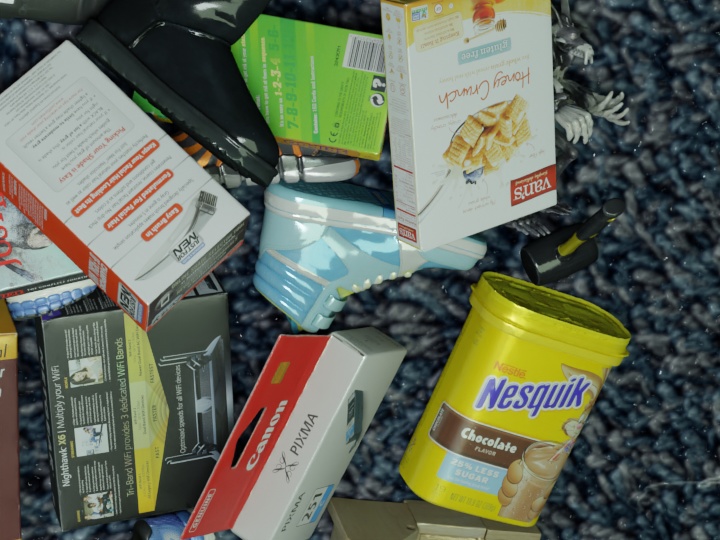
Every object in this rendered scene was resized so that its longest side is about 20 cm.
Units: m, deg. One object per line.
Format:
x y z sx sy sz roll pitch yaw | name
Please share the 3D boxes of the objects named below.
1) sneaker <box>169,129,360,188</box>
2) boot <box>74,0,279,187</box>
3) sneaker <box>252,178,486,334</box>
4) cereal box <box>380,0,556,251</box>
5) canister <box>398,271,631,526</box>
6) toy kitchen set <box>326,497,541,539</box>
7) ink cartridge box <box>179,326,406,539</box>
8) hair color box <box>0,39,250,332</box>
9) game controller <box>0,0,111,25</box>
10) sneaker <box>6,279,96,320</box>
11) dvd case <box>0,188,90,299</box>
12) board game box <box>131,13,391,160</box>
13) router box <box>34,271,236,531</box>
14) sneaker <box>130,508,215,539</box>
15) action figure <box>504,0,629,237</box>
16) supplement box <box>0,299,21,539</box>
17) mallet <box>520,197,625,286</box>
-0.097 -0.127 1.595 0.199 0.078 0.113 -5 103 -18 | sneaker
-0.097 -0.183 1.502 0.168 0.200 0.076 -50 163 -3 | boot
0.000 0.000 1.676 0.199 0.080 0.131 13 106 -14 | sneaker
0.088 -0.129 1.549 0.143 0.039 0.201 -20 116 -31 | cereal box
0.135 0.118 1.771 0.148 0.087 0.201 16 108 -25 | canister
0.067 0.323 1.779 0.199 0.181 0.164 6 111 -18 | toy kitchen set
-0.054 0.146 1.681 0.201 0.045 0.176 -63 158 13 | ink cartridge box
-0.194 -0.065 1.507 0.200 0.064 0.111 43 68 10 | hair color box
-0.275 -0.242 1.499 0.199 0.042 0.105 5 125 -21 | game controller
-0.202 -0.037 1.585 0.199 0.077 0.086 -27 98 -23 | sneaker
-0.280 -0.049 1.531 0.199 0.022 0.147 -13 71 -13 | dvd case
-0.073 -0.151 1.546 0.199 0.030 0.096 11 80 3 | board game box
-0.187 0.110 1.668 0.156 0.052 0.201 -8 115 -16 | router box
-0.202 0.292 1.716 0.089 0.079 0.201 8 111 -40 | sneaker
0.168 -0.136 1.657 0.119 0.102 0.201 -25 129 -49 | action figure
-0.374 0.121 1.560 0.196 0.133 0.201 -5 114 -18 | supplement box
0.196 -0.033 1.679 0.066 0.200 0.041 -22 83 -20 | mallet
